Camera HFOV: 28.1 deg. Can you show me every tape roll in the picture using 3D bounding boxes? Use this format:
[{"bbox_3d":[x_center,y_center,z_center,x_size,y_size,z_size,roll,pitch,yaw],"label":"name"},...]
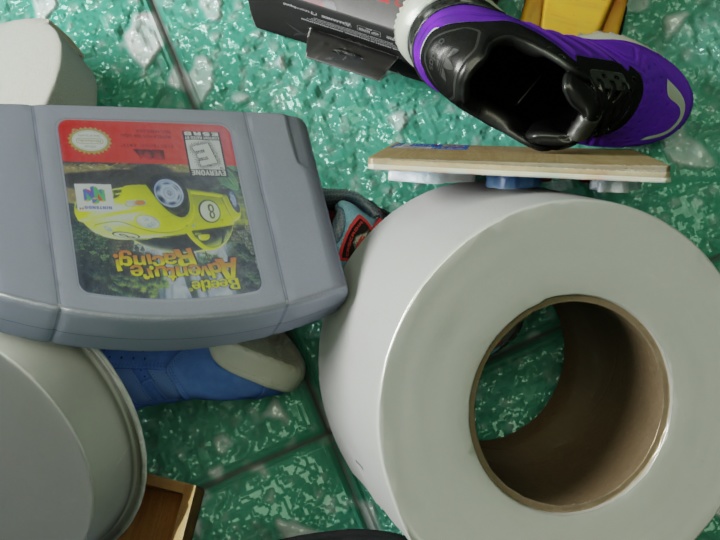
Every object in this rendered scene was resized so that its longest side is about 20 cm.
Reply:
[{"bbox_3d":[-0.242,-0.065,0.843,0.201,0.037,0.204,-24,40,22],"label":"tape roll"},{"bbox_3d":[0.087,0.057,0.762,0.200,0.139,0.205,-2,98,-13],"label":"tape roll"}]

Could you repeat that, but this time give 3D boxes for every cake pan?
[{"bbox_3d":[-0.211,0.089,0.763,0.198,0.202,0.037,18,34,8],"label":"cake pan"}]

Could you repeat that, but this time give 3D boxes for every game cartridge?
[{"bbox_3d":[-0.107,-0.023,0.744,0.198,0.041,0.134,-1,62,-24],"label":"game cartridge"}]

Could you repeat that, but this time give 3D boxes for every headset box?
[{"bbox_3d":[0.023,-0.214,0.902,0.147,0.075,0.202,19,79,8],"label":"headset box"}]

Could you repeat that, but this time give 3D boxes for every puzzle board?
[{"bbox_3d":[0.086,-0.058,0.802,0.149,0.200,0.018,2,97,5],"label":"puzzle board"}]

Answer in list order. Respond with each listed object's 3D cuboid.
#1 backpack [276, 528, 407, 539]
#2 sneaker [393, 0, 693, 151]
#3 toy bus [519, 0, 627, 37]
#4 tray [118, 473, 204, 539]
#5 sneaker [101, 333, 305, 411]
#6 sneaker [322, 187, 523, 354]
[{"bbox_3d":[-0.028,0.226,0.755,0.198,0.163,0.170,-7,107,-13],"label":"backpack"},{"bbox_3d":[0.118,-0.098,0.821,0.198,0.100,0.070,11,116,-26],"label":"sneaker"},{"bbox_3d":[0.152,-0.231,0.895,0.064,0.078,0.202,15,78,8],"label":"toy bus"},{"bbox_3d":[-0.164,0.213,0.832,0.098,0.037,0.202,12,78,7],"label":"tray"},{"bbox_3d":[-0.134,0.060,0.828,0.112,0.199,0.077,-58,39,18],"label":"sneaker"},{"bbox_3d":[0.000,0.000,0.841,0.198,0.096,0.080,18,78,8],"label":"sneaker"}]
